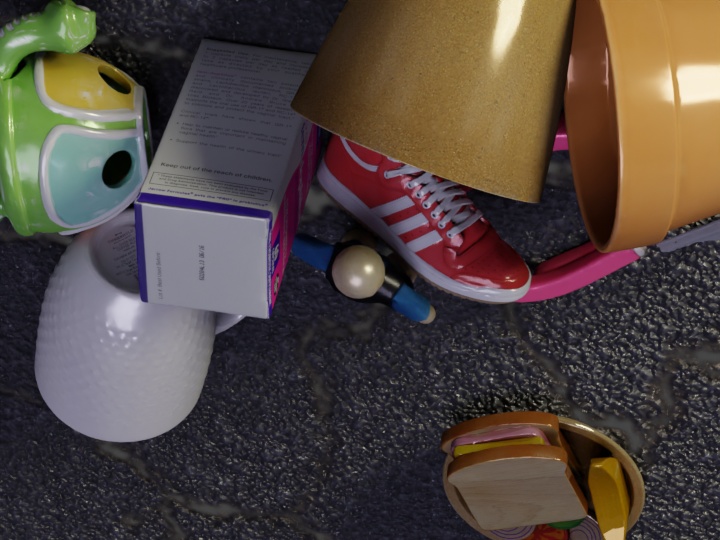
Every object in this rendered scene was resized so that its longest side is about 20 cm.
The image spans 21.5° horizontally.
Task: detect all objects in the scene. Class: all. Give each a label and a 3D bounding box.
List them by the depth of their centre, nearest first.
[{"bbox_3d":[0.071,-0.173,1.298,0.186,0.186,0.201,19,100,-4],"label":"plant pot"},{"bbox_3d":[0.226,-0.118,1.321,0.139,0.201,0.201,-5,132,-2],"label":"plant pot"},{"bbox_3d":[0.278,-0.035,1.404,0.056,0.011,0.200,-14,176,-12],"label":"keyboard"},{"bbox_3d":[-0.095,-0.072,1.425,0.103,0.200,0.101,8,134,5],"label":"supplement box"},{"bbox_3d":[0.057,-0.065,1.446,0.200,0.071,0.113,36,133,19],"label":"sneaker"},{"bbox_3d":[0.000,0.000,1.475,0.136,0.200,0.049,28,94,1],"label":"doll"},{"bbox_3d":[-0.232,-0.120,1.476,0.131,0.141,0.186,-3,100,0],"label":"turtle holder"},{"bbox_3d":[0.144,-0.047,1.500,0.200,0.038,0.144,-28,120,32],"label":"fitness band"},{"bbox_3d":[-0.168,0.029,1.577,0.199,0.148,0.176,-15,150,-23],"label":"mug"},{"bbox_3d":[0.160,0.204,1.701,0.204,0.070,0.206,7,133,8],"label":"toy sandwich meal"}]
